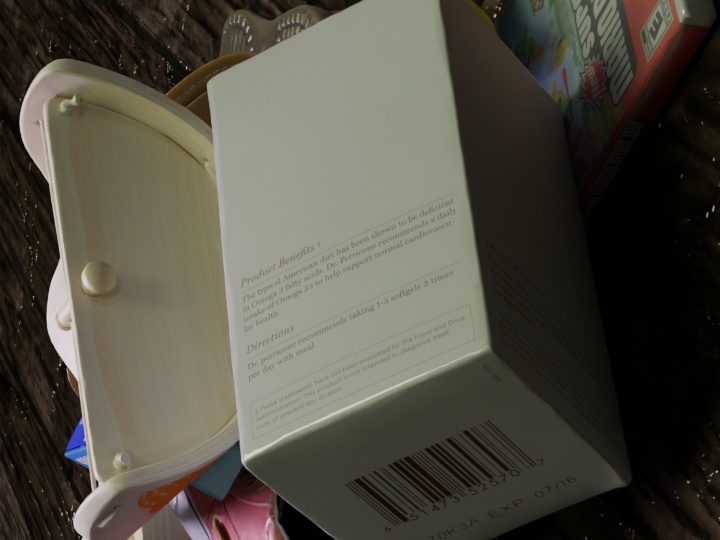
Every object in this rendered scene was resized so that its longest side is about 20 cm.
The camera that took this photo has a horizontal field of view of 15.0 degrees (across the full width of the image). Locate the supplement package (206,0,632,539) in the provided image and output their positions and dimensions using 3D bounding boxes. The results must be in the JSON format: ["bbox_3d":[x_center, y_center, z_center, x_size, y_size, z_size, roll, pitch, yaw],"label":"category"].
[{"bbox_3d":[0.021,0.001,1.103,0.116,0.117,0.201,-25,48,22],"label":"supplement package"}]

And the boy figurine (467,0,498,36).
[{"bbox_3d":[0.021,-0.098,1.261,0.124,0.064,0.200,-49,4,-13],"label":"boy figurine"}]

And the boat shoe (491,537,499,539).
[{"bbox_3d":[0.043,0.191,1.177,0.201,0.073,0.066,-93,10,-45],"label":"boat shoe"}]

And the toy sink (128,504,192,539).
[{"bbox_3d":[-0.081,0.174,1.326,0.131,0.199,0.113,118,152,-47],"label":"toy sink"}]

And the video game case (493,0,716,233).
[{"bbox_3d":[0.094,-0.093,1.197,0.200,0.017,0.144,117,153,-45],"label":"video game case"}]

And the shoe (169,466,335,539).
[{"bbox_3d":[-0.031,0.104,1.204,0.201,0.071,0.091,-113,32,-41],"label":"shoe"}]

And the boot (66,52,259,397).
[{"bbox_3d":[-0.071,-0.032,1.351,0.155,0.076,0.201,-49,-18,-68],"label":"boot"}]

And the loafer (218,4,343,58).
[{"bbox_3d":[-0.031,-0.103,1.487,0.200,0.067,0.077,-168,88,-71],"label":"loafer"}]

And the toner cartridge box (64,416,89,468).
[{"bbox_3d":[-0.100,0.023,1.570,0.201,0.043,0.095,-65,12,-14],"label":"toner cartridge box"}]

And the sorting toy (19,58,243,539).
[{"bbox_3d":[-0.102,0.040,1.206,0.180,0.106,0.201,128,137,-54],"label":"sorting toy"}]
